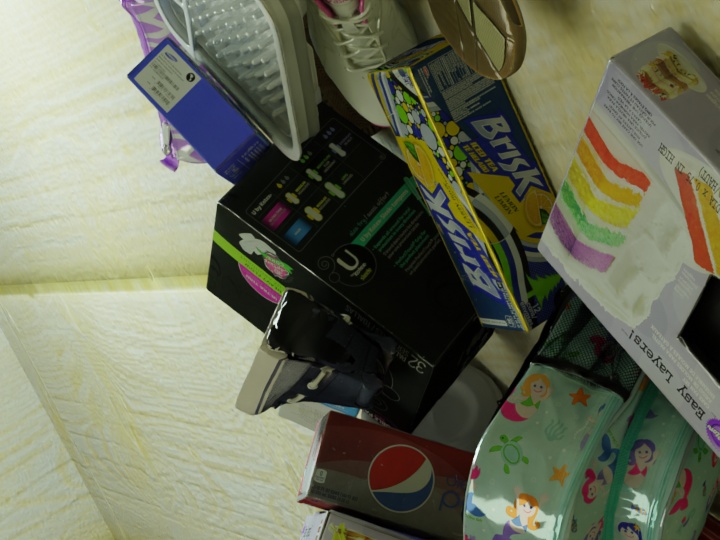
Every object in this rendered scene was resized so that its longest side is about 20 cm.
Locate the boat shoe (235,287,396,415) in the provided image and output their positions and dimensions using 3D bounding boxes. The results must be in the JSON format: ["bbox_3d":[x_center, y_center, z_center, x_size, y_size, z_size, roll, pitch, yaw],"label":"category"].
[{"bbox_3d":[-0.032,0.076,1.377,0.092,0.075,0.200,24,165,-1],"label":"boat shoe"}]

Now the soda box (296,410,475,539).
[{"bbox_3d":[0.058,0.166,1.424,0.199,0.070,0.063,18,167,-6],"label":"soda box"}]

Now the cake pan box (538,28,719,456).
[{"bbox_3d":[0.197,-0.005,1.091,0.200,0.052,0.185,51,154,22],"label":"cake pan box"}]

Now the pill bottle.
[{"bbox_3d":[0.068,0.181,1.596,0.120,0.119,0.201,43,154,38],"label":"pill bottle"}]

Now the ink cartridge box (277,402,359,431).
[{"bbox_3d":[-0.018,0.072,1.610,0.068,0.116,0.200,23,163,2],"label":"ink cartridge box"}]

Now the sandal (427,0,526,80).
[{"bbox_3d":[0.063,-0.204,1.191,0.081,0.054,0.201,93,156,-48],"label":"sandal"}]

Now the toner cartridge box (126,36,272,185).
[{"bbox_3d":[-0.111,-0.111,1.423,0.095,0.043,0.200,48,-179,4],"label":"toner cartridge box"}]

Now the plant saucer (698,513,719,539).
[{"bbox_3d":[0.178,0.219,1.271,0.200,0.199,0.037,36,149,48],"label":"plant saucer"}]

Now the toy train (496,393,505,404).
[{"bbox_3d":[0.170,0.149,1.440,0.200,0.034,0.046,38,161,45],"label":"toy train"}]

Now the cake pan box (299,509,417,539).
[{"bbox_3d":[0.044,0.231,1.434,0.183,0.053,0.200,22,170,-4],"label":"cake pan box"}]

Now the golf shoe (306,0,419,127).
[{"bbox_3d":[-0.010,-0.180,1.315,0.092,0.075,0.201,-82,-26,-61],"label":"golf shoe"}]

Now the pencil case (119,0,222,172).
[{"bbox_3d":[-0.161,-0.185,1.689,0.084,0.085,0.201,37,149,43],"label":"pencil case"}]

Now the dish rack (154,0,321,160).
[{"bbox_3d":[-0.090,-0.189,1.358,0.200,0.043,0.172,49,161,31],"label":"dish rack"}]

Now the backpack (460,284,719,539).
[{"bbox_3d":[0.149,0.125,1.220,0.150,0.200,0.178,23,143,27],"label":"backpack"}]

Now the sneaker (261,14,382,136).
[{"bbox_3d":[-0.062,-0.177,1.486,0.201,0.071,0.112,58,157,-2],"label":"sneaker"}]

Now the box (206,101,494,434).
[{"bbox_3d":[0.000,0.000,1.435,0.200,0.124,0.149,36,154,11],"label":"box"}]

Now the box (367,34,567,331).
[{"bbox_3d":[0.083,-0.060,1.311,0.070,0.064,0.201,5,122,65],"label":"box"}]
